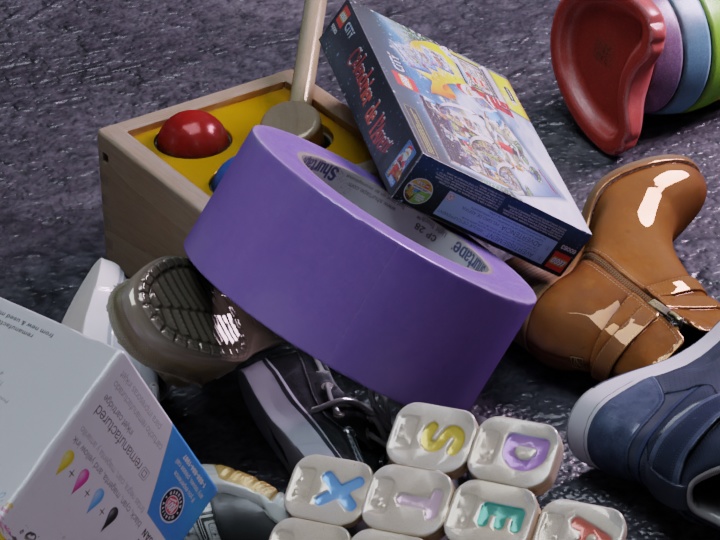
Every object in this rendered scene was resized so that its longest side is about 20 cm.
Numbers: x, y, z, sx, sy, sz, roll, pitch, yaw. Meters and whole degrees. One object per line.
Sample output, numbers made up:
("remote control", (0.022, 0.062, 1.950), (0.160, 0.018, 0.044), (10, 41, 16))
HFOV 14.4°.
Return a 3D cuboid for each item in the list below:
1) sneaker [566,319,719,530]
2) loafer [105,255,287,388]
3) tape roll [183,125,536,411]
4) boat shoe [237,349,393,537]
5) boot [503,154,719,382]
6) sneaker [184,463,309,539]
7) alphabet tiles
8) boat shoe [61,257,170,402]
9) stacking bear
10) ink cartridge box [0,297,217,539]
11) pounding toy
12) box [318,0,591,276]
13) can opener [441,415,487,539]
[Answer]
("sneaker", (0.243, 0.083, 1.676), (0.202, 0.077, 0.146), (-28, 28, -22))
("loafer", (-0.103, 0.038, 1.709), (0.068, 0.076, 0.200), (-32, -12, 17))
("tape roll", (0.000, 0.000, 1.703), (0.200, 0.085, 0.200), (32, 9, -6))
("boat shoe", (-0.010, 0.103, 1.673), (0.068, 0.074, 0.199), (-24, 26, -9))
("boot", (0.192, 0.006, 1.818), (0.200, 0.077, 0.155), (-28, 39, -33))
("sneaker", (-0.106, 0.150, 1.618), (0.200, 0.076, 0.088), (21, 71, 13))
("alphabet tiles", (0.036, 0.165, 1.528), (0.195, 0.015, 0.200), (10, 63, 22))
("boat shoe", (-0.150, 0.063, 1.759), (0.068, 0.072, 0.200), (26, 20, -18))
("stacking bear", (0.250, -0.168, 2.085), (0.200, 0.122, 0.114), (-10, 38, -31))
("ink cartridge box", (-0.205, 0.135, 1.491), (0.144, 0.147, 0.200), (21, 65, 32))
("pounding toy", (-0.058, -0.071, 1.895), (0.200, 0.142, 0.184), (-20, 36, -28))
("box", (0.058, -0.088, 1.831), (0.136, 0.038, 0.200), (24, 24, -28))
("can opener", (0.064, 0.151, 1.622), (0.053, 0.067, 0.200), (-13, 20, 3))
